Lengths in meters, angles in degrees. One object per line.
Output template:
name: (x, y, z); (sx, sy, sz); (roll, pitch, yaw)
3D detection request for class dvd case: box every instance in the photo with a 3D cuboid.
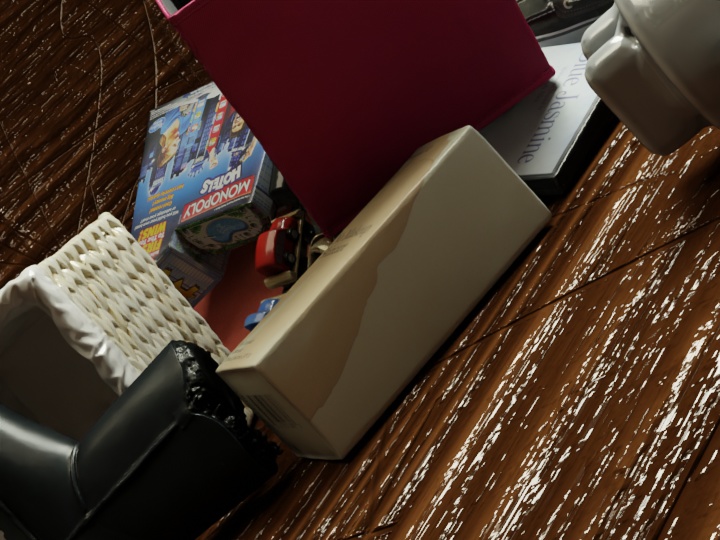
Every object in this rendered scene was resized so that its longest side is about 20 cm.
dvd case: (0.083, -0.100, 1.082); (0.198, 0.018, 0.143); (-1, 44, 42)

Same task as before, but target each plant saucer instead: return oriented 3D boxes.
plant saucer: (-0.092, 0.004, 1.313); (0.200, 0.037, 0.201); (-45, 35, 20)

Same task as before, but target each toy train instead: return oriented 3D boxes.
toy train: (-0.057, -0.013, 1.201); (0.034, 0.046, 0.203); (-15, 59, 40)

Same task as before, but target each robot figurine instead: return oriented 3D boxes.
robot figurine: (0.201, -0.145, 0.776); (0.200, 0.113, 0.170); (-40, 22, 21)

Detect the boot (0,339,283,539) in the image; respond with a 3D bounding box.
boot: (-0.161, 0.103, 0.997); (0.168, 0.200, 0.076); (-47, -21, 6)

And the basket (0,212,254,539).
basket: (-0.202, 0.102, 1.132); (0.198, 0.200, 0.161); (-38, 6, 24)

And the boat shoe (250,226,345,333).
boat shoe: (0.000, 0.000, 1.078); (0.200, 0.072, 0.076); (-51, 13, -30)

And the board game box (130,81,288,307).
board game box: (-0.121, -0.062, 1.316); (0.199, 0.061, 0.202); (-16, 52, 46)

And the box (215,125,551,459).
box: (0.014, 0.014, 0.959); (0.200, 0.078, 0.095); (-48, 11, -19)

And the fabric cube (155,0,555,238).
fabric cube: (-0.021, -0.189, 1.074); (0.195, 0.200, 0.200); (-36, 36, 2)

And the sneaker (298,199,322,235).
sneaker: (0.007, -0.063, 1.214); (0.074, 0.085, 0.200); (-29, 10, 17)

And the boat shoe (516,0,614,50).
boat shoe: (0.169, -0.200, 1.100); (0.198, 0.057, 0.069); (-15, 33, 34)
